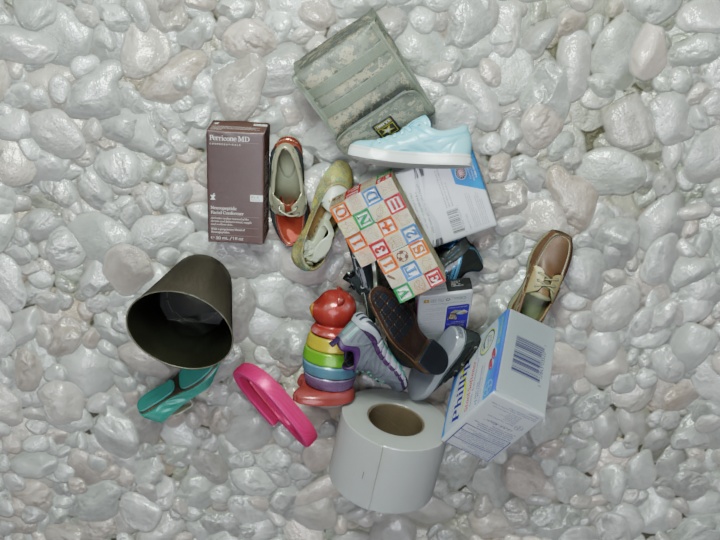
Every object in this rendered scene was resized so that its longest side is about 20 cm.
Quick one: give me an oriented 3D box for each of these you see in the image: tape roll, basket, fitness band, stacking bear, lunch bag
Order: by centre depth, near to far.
[{"bbox_3d":[0.009,-0.285,1.551,0.164,0.118,0.200,-31,115,14],"label":"lunch bag"},{"bbox_3d":[-0.293,0.060,1.659,0.180,0.200,0.136,19,112,-7],"label":"basket"},{"bbox_3d":[-0.054,0.131,1.736,0.113,0.121,0.201,7,106,1],"label":"stacking bear"},{"bbox_3d":[0.051,0.327,1.761,0.202,0.203,0.140,11,114,-3],"label":"tape roll"},{"bbox_3d":[-0.157,0.248,1.769,0.037,0.143,0.200,-45,109,-20],"label":"fitness band"}]

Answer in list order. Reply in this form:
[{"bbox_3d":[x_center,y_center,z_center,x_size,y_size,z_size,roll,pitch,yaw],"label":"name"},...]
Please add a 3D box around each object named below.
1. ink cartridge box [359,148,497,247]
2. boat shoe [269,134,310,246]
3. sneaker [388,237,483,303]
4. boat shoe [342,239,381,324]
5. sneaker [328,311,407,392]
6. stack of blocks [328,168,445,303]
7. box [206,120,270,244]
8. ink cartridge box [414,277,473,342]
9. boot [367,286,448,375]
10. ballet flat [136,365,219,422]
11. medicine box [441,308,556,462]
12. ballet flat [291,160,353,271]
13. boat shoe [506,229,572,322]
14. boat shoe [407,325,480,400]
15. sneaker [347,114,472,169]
[{"bbox_3d":[0.114,-0.120,1.631,0.199,0.086,0.147,-18,110,11],"label":"ink cartridge box"},{"bbox_3d":[-0.123,-0.129,1.649,0.071,0.063,0.201,0,114,0],"label":"boat shoe"},{"bbox_3d":[0.126,0.022,1.699,0.200,0.073,0.082,-38,112,18],"label":"sneaker"},{"bbox_3d":[0.000,0.001,1.693,0.066,0.075,0.200,-5,112,6],"label":"boat shoe"},{"bbox_3d":[0.011,0.161,1.702,0.087,0.074,0.200,-39,127,-10],"label":"sneaker"},{"bbox_3d":[0.046,-0.050,1.584,0.115,0.059,0.201,-26,107,12],"label":"stack of blocks"},{"bbox_3d":[-0.207,-0.149,1.638,0.100,0.075,0.201,2,111,1],"label":"box"},{"bbox_3d":[0.144,0.087,1.713,0.094,0.037,0.200,-6,142,-4],"label":"ink cartridge box"},{"bbox_3d":[0.060,0.110,1.683,0.200,0.097,0.075,50,62,-18],"label":"boot"},{"bbox_3d":[-0.327,0.223,1.812,0.200,0.068,0.070,-33,132,15],"label":"ballet flat"},{"bbox_3d":[0.240,0.201,1.673,0.103,0.183,0.200,25,140,-10],"label":"medicine box"},{"bbox_3d":[-0.056,-0.088,1.644,0.070,0.071,0.201,24,100,-8],"label":"ballet flat"},{"bbox_3d":[0.321,0.029,1.693,0.075,0.074,0.201,17,113,-5],"label":"boat shoe"},{"bbox_3d":[0.150,0.174,1.749,0.056,0.069,0.200,9,137,-26],"label":"boat shoe"},{"bbox_3d":[0.080,-0.207,1.542,0.199,0.074,0.082,3,88,0],"label":"sneaker"}]
